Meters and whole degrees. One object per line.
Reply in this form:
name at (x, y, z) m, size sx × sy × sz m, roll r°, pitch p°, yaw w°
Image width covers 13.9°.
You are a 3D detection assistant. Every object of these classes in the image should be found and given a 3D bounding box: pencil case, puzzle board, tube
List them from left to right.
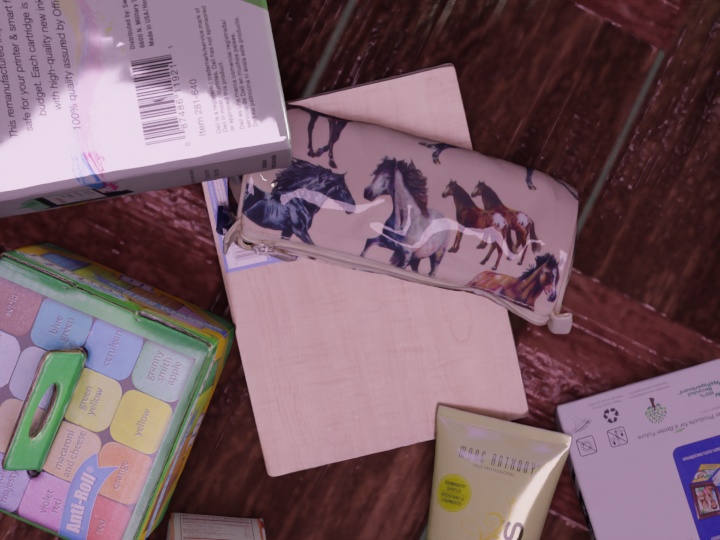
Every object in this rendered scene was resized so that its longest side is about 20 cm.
puzzle board at (0.000, 0.000, 1.631) m, size 0.150 × 0.017 × 0.201 m, roll -13°, pitch 97°, yaw -2°
pencil case at (0.025, -0.027, 1.581) m, size 0.199 × 0.078 × 0.090 m, roll 15°, pitch 77°, yaw -5°
tube at (0.059, 0.179, 1.634) m, size 0.058 × 0.052 × 0.201 m, roll 8°, pitch 98°, yaw -29°

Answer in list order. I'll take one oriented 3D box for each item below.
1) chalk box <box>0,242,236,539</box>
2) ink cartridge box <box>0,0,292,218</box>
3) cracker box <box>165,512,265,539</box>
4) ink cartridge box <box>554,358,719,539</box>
chalk box at (-0.146, 0.067, 1.528) m, size 0.123 × 0.200 × 0.125 m, roll 23°, pitch 94°, yaw 0°
ink cartridge box at (-0.144, -0.110, 1.497) m, size 0.199 × 0.084 × 0.146 m, roll -10°, pitch 85°, yaw -3°
cracker box at (-0.080, 0.213, 1.556) m, size 0.057 × 0.200 × 0.135 m, roll 4°, pitch 96°, yaw -4°
ink cartridge box at (0.180, 0.156, 1.613) m, size 0.099 × 0.039 × 0.201 m, roll -15°, pitch 72°, yaw -3°
